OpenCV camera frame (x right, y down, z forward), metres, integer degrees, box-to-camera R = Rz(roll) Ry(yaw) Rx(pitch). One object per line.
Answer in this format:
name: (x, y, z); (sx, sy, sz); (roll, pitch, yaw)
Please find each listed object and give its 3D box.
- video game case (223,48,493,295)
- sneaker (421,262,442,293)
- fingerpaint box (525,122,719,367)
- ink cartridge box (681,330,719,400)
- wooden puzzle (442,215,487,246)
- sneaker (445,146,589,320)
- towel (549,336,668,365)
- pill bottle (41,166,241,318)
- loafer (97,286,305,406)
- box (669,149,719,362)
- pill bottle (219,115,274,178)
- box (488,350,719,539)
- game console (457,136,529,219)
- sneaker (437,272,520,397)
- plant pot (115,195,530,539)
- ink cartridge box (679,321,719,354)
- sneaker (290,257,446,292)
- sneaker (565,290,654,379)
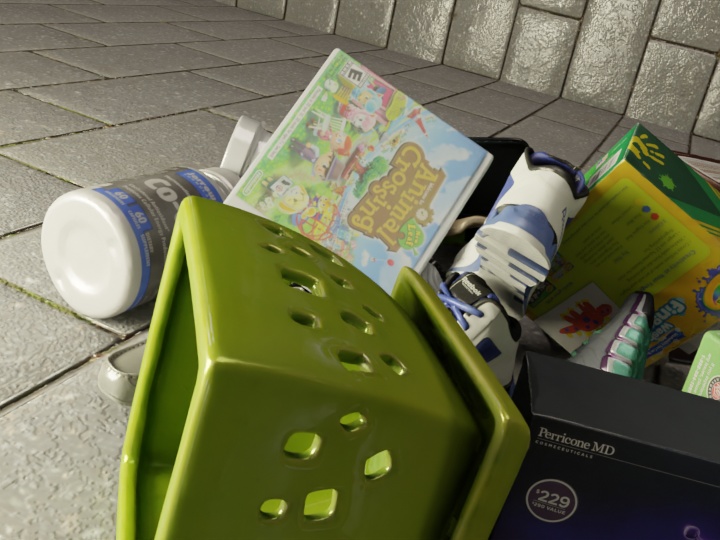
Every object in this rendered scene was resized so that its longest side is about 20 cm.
video game case: (-0.003, -0.074, 0.701); (0.180, 0.202, 0.022); (34, -13, 2)
sneaker: (0.009, 0.003, 0.746); (0.112, 0.203, 0.075); (-23, 3, -10)
fingerpaint box: (0.248, -0.006, 0.726); (0.166, 0.200, 0.074); (39, 47, 0)
ink cartridge box: (0.314, 0.154, 0.539); (0.082, 0.148, 0.200); (1, 25, -24)
wooden puzzle: (0.190, -0.039, 0.997); (0.195, 0.038, 0.185); (4, -1, -12)
sneaker: (0.145, -0.035, 0.673); (0.080, 0.116, 0.200); (34, -16, 6)
towel: (0.265, 0.045, 0.912); (0.130, 0.035, 0.201); (10, 25, -5)
pill bottle: (-0.193, -0.037, 0.750); (0.112, 0.116, 0.199); (22, 25, 21)
loafer: (-0.120, 0.056, 0.631); (0.069, 0.071, 0.198); (29, 28, 32)
box: (0.424, -0.013, 0.911); (0.161, 0.204, 0.167); (9, 23, -9)
pill bottle: (-0.061, -0.090, 0.879); (0.197, 0.117, 0.116); (24, 21, -9)
box: (0.181, 0.151, 0.482); (0.196, 0.144, 0.079); (14, 22, 4)
game console: (0.134, -0.125, 1.051); (0.196, 0.119, 0.176); (4, 13, 16)
sneaker: (0.057, 0.059, 0.640); (0.196, 0.117, 0.080); (0, 23, -31)
plant pot: (-0.030, 0.097, 0.434); (0.178, 0.204, 0.200); (11, 21, -20)
ink cartridge box: (0.307, -0.017, 0.788); (0.198, 0.174, 0.044); (35, 62, 7)
sneaker: (0.000, 0.000, 0.826); (0.196, 0.076, 0.079); (6, 18, -16)
sneaker: (0.184, 0.085, 0.646); (0.086, 0.075, 0.201); (15, 50, 27)
